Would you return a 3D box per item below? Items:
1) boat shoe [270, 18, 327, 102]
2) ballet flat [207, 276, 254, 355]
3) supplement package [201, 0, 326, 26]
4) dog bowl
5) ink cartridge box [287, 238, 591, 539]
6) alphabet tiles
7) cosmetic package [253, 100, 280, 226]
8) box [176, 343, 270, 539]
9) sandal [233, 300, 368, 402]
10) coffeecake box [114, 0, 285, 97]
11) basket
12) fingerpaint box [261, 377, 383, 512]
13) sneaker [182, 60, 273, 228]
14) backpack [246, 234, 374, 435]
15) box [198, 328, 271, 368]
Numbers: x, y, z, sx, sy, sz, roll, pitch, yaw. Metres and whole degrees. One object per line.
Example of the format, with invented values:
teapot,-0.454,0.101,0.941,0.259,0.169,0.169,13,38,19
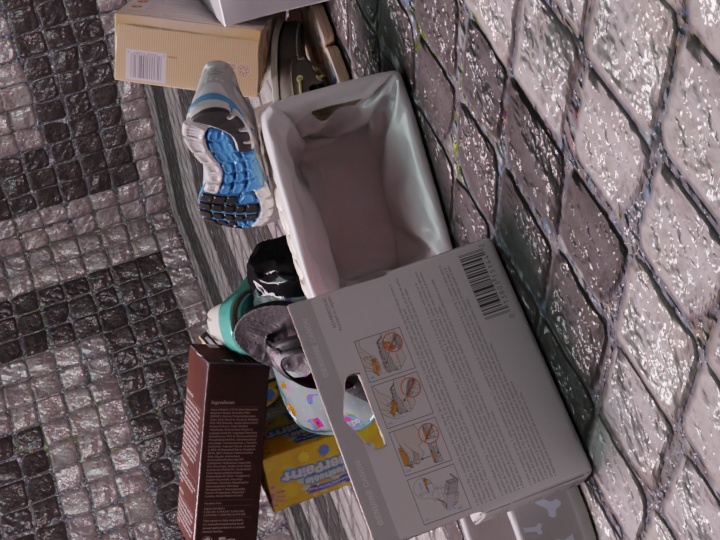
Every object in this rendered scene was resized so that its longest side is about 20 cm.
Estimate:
boat shoe,-0.062,-0.177,1.256,0.072,0.059,0.204,65,-160,-64
ballet flat,-0.126,0.050,1.291,0.200,0.069,0.068,-51,-55,-71
supplement package,-0.121,-0.346,1.235,0.200,0.118,0.123,-129,25,-59
dog bowl,0.134,0.215,1.006,0.200,0.058,0.203,162,90,-78
ink cartridge box,0.056,0.094,0.910,0.045,0.174,0.202,101,150,-66
alphabet tiles,-0.043,-0.209,1.322,0.200,0.014,0.198,116,136,-72
cosmetic package,-0.106,-0.122,1.396,0.200,0.106,0.091,43,-155,-76
box,-0.147,0.186,1.270,0.100,0.074,0.203,-155,68,-69
sandal,-0.031,0.086,1.149,0.048,0.198,0.076,-59,-13,-62
coffeecake box,-0.168,-0.258,1.297,0.201,0.151,0.074,-79,-5,-65
basket,-0.008,-0.063,1.093,0.123,0.134,0.203,-176,70,-81
fingerpaint box,-0.033,0.171,1.356,0.167,0.197,0.074,-130,26,-62
sneaker,-0.119,-0.116,1.119,0.201,0.074,0.088,91,179,-58
backpack,-0.031,0.065,1.238,0.127,0.165,0.202,-47,-53,-53
box,-0.089,0.044,1.403,0.075,0.199,0.050,42,168,37
